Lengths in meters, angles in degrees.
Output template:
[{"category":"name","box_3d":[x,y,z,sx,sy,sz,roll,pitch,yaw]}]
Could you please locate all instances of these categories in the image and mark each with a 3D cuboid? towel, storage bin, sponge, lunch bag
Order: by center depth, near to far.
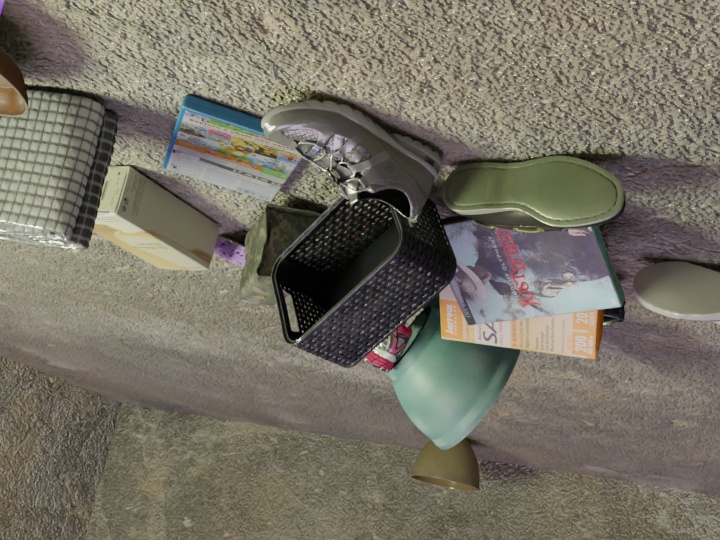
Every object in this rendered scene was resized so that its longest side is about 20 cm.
[{"category":"towel","box_3d":[-0.384,-0.115,1.114,0.198,0.167,0.086,7,168,17]},{"category":"storage bin","box_3d":[0.000,0.000,1.127,0.093,0.136,0.200,25,124,-37]},{"category":"lunch bag","box_3d":[-0.054,-0.003,1.320,0.198,0.119,0.164,10,166,-15]},{"category":"sponge","box_3d":[-0.117,0.004,1.482,0.199,0.030,0.111,24,177,-35]}]

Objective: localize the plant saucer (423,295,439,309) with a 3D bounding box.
[{"category":"plant saucer","box_3d":[0.169,0.035,1.412,0.199,0.039,0.201,11,164,3]}]

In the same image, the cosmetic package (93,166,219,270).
[{"category":"cosmetic package","box_3d":[-0.297,-0.068,1.354,0.104,0.072,0.200,1,159,33]}]

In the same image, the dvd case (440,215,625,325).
[{"category":"dvd case","box_3d":[0.186,-0.009,1.121,0.199,0.022,0.147,-8,120,36]}]

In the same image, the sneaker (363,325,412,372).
[{"category":"sneaker","box_3d":[0.028,0.063,1.421,0.080,0.075,0.200,28,-160,-31]}]

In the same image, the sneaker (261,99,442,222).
[{"category":"sneaker","box_3d":[-0.008,-0.111,0.995,0.198,0.083,0.075,18,162,-18]}]

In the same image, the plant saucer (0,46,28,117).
[{"category":"plant saucer","box_3d":[-0.420,-0.221,0.979,0.198,0.035,0.200,20,165,6]}]

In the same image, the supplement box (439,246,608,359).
[{"category":"supplement box","box_3d":[0.200,0.029,1.215,0.198,0.074,0.127,6,125,19]}]

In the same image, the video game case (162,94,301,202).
[{"category":"video game case","box_3d":[-0.148,-0.135,1.129,0.142,0.018,0.200,17,163,-13]}]

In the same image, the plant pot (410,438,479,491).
[{"category":"plant pot","box_3d":[0.252,0.544,2.807,0.198,0.136,0.201,11,162,3]}]

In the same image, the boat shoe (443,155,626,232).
[{"category":"boat shoe","box_3d":[0.183,-0.075,1.005,0.200,0.072,0.060,8,168,38]}]

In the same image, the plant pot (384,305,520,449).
[{"category":"plant pot","box_3d":[0.119,0.137,1.413,0.134,0.201,0.200,35,160,-5]}]

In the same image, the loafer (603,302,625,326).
[{"category":"loafer","box_3d":[0.250,0.061,1.293,0.199,0.071,0.068,-15,146,21]}]

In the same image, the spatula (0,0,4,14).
[{"category":"spatula","box_3d":[-0.361,-0.242,0.926,0.056,0.021,0.200,27,164,-13]}]

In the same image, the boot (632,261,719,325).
[{"category":"boot","box_3d":[0.430,0.043,1.186,0.198,0.073,0.090,7,157,16]}]
